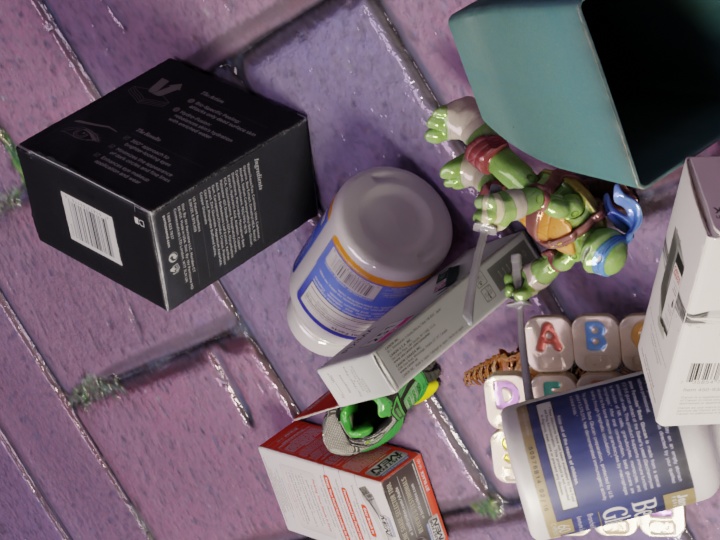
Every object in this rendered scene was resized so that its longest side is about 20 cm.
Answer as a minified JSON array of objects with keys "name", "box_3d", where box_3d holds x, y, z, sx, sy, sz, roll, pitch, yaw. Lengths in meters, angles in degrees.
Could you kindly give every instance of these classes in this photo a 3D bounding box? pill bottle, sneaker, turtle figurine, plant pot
[{"name":"pill bottle","box_3d":[0.218,0.137,1.607,0.111,0.199,0.111,-15,-90,-85]},{"name":"sneaker","box_3d":[0.000,0.134,2.001,0.078,0.085,0.200,50,148,8]},{"name":"turtle figurine","box_3d":[0.107,-0.032,1.628,0.200,0.144,0.194,-54,50,18]},{"name":"pill bottle","box_3d":[0.000,0.000,1.853,0.112,0.112,0.200,49,148,9]},{"name":"plant pot","box_3d":[0.164,-0.158,1.471,0.200,0.141,0.142,10,127,56]}]

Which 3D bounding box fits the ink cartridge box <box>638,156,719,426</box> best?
[{"name":"ink cartridge box","box_3d":[0.288,0.014,1.446,0.200,0.146,0.083,97,169,-46]}]

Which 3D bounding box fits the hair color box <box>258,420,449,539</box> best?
[{"name":"hair color box","box_3d":[-0.009,0.231,2.123,0.200,0.064,0.111,12,127,49]}]

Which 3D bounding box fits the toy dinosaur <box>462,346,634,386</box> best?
[{"name":"toy dinosaur","box_3d":[0.173,0.107,1.771,0.200,0.102,0.136,-155,55,-65]}]

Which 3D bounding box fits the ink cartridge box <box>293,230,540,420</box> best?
[{"name":"ink cartridge box","box_3d":[0.040,0.048,1.759,0.044,0.200,0.173,58,147,-9]}]

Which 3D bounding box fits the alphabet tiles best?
[{"name":"alphabet tiles","box_3d":[0.203,0.131,1.690,0.199,0.015,0.196,-1,106,19]}]

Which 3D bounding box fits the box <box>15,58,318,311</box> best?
[{"name":"box","box_3d":[-0.179,-0.085,1.925,0.196,0.200,0.118,27,138,38]}]
